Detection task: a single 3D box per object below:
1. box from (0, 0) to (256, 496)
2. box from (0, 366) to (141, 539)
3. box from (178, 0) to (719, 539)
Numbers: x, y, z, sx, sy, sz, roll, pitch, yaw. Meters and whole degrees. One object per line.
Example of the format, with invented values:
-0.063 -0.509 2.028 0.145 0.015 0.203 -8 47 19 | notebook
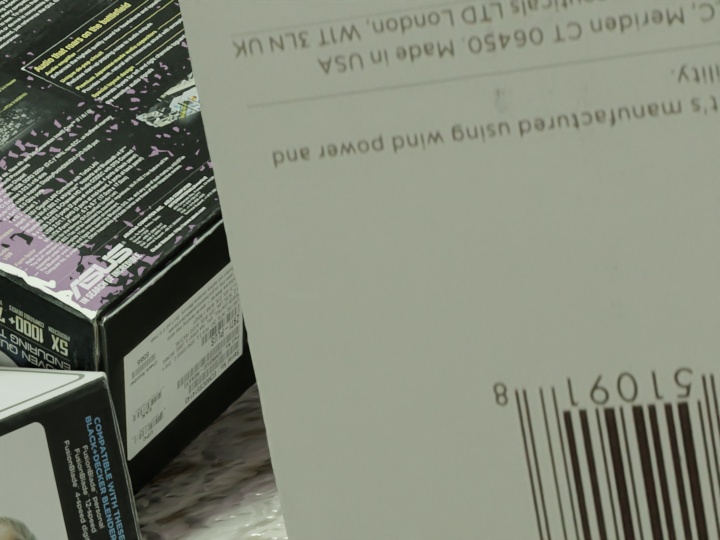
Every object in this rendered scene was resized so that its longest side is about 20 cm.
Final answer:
-0.086 -0.037 0.763 0.163 0.086 0.200 26 46 23 | box
-0.171 0.083 0.620 0.116 0.060 0.200 1 16 43 | box
0.085 -0.013 0.501 0.198 0.201 0.131 -6 13 21 | box
